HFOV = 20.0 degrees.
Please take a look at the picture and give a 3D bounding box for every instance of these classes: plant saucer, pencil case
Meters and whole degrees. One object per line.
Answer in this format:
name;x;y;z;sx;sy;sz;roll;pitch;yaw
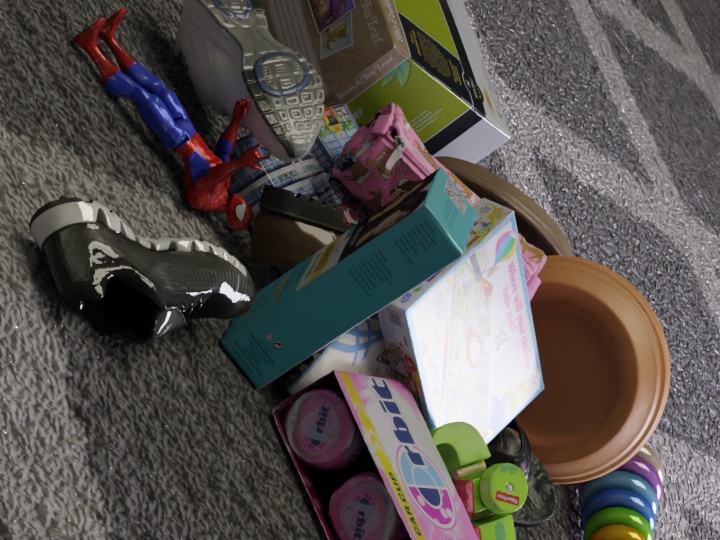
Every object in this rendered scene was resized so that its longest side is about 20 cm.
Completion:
plant saucer;0.168;0.088;1.780;0.201;0.200;0.037;59;16;7
pencil case;0.068;-0.047;1.727;0.200;0.083;0.087;45;19;-10
plant saucer;0.122;-0.041;1.916;0.200;0.030;0.200;33;-18;12

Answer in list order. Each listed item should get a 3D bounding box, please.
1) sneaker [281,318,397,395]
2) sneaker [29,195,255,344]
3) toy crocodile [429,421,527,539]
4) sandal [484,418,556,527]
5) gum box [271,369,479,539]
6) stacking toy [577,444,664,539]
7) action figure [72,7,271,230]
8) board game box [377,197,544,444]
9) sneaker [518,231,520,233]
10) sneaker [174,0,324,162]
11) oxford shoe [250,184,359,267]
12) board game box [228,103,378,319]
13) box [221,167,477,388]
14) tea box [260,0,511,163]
sneaker;0.003;0.077;1.630;0.073;0.072;0.200;53;23;11
sneaker;-0.145;0.018;1.427;0.200;0.066;0.091;22;42;-48
toy crocodile;0.099;0.215;1.615;0.062;0.067;0.201;-16;94;-34
sandal;0.098;0.133;1.742;0.075;0.048;0.201;-31;79;-28
gum box;0.023;0.180;1.537;0.113;0.066;0.201;14;46;-60
stacking toy;0.236;0.245;1.874;0.085;0.085;0.200;47;29;-22
action figure;-0.130;-0.127;1.611;0.200;0.099;0.065;57;27;-5
board game box;0.083;0.060;1.648;0.034;0.134;0.201;26;-36;37
sneaker;0.103;-0.015;1.861;0.200;0.088;0.074;35;61;14
sneaker;-0.094;-0.157;1.696;0.074;0.087;0.200;-3;46;-34
oxford shoe;0.000;0.000;1.653;0.199;0.085;0.073;18;-3;-18
board game box;-0.017;-0.038;1.760;0.200;0.062;0.200;57;22;4
box;-0.008;0.006;1.534;0.049;0.200;0.082;51;23;-12
tea box;0.018;-0.203;1.960;0.197;0.133;0.201;34;30;-44
